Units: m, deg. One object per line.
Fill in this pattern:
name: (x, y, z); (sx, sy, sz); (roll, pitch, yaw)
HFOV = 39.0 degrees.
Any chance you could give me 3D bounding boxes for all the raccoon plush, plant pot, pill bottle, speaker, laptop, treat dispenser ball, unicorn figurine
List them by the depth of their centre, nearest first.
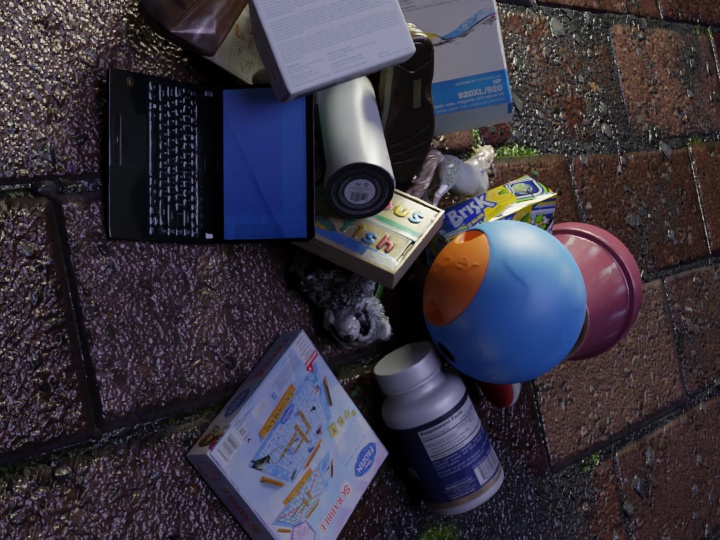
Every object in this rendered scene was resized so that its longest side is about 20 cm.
laptop: (-0.155, -0.119, 1.068); (0.200, 0.103, 0.178); (3, 85, -45)
speaker: (-0.010, -0.153, 1.191); (0.081, 0.081, 0.200); (39, 27, -35)
raccoon plush: (0.000, 0.000, 1.241); (0.134, 0.096, 0.200); (56, 46, -33)
treat dispenser ball: (0.177, 0.039, 1.251); (0.200, 0.200, 0.202); (14, 71, -45)
pill bottle: (0.093, 0.195, 1.275); (0.111, 0.111, 0.201); (-39, 109, -45)
plant pot: (0.278, 0.044, 1.419); (0.179, 0.199, 0.201); (-28, 102, -62)
unicorn figurine: (0.140, -0.121, 1.423); (0.200, 0.074, 0.138); (13, 90, -63)

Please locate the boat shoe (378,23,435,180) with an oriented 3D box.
boat shoe: (0.051, -0.210, 1.248); (0.071, 0.076, 0.201); (-9, 128, -22)

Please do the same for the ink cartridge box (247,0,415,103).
ink cartridge box: (-0.048, -0.299, 1.091); (0.160, 0.047, 0.201); (-23, 93, -21)

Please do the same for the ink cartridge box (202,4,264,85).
ink cartridge box: (-0.121, -0.295, 1.207); (0.176, 0.045, 0.201); (25, 63, -42)

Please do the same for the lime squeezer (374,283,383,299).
lime squeezer: (0.021, -0.045, 1.320); (0.070, 0.038, 0.201); (-9, 88, -17)

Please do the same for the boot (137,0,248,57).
boot: (-0.118, -0.288, 1.105); (0.186, 0.064, 0.200); (31, 60, 4)

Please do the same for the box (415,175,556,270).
box: (0.171, -0.059, 1.375); (0.200, 0.064, 0.070); (-23, 131, -28)

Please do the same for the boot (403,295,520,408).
boot: (0.131, 0.116, 1.369); (0.144, 0.072, 0.201); (-31, 95, -46)

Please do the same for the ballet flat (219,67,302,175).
ballet flat: (-0.103, -0.184, 1.141); (0.074, 0.074, 0.201); (25, 89, -41)

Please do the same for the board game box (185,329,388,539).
board game box: (-0.074, 0.207, 1.141); (0.200, 0.041, 0.200); (57, 46, -21)

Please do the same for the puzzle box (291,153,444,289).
puzzle box: (-0.017, -0.064, 1.176); (0.133, 0.199, 0.025); (-51, 158, -42)

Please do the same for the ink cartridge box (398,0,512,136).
ink cartridge box: (0.117, -0.295, 1.354); (0.147, 0.144, 0.201); (11, 70, -81)
